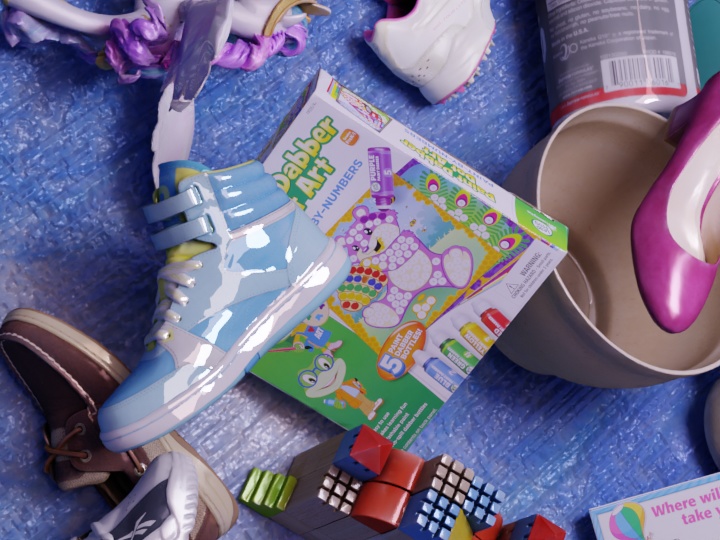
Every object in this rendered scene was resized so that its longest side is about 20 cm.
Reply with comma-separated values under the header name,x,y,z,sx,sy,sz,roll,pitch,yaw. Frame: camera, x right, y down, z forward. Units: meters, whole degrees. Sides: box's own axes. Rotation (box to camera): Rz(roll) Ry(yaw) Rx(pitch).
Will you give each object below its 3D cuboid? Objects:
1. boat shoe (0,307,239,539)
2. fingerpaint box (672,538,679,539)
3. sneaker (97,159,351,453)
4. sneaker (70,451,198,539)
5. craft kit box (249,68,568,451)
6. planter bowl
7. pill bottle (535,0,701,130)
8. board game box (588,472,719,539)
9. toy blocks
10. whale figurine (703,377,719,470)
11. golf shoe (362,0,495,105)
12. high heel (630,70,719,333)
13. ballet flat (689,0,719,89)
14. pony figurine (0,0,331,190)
name,x,y,z,sx,sy,sz,roll,pitch,yaw
boat shoe,-0.166,0.112,1.442,0.200,0.072,0.072,50,57,-13
fingerpaint box,0.188,0.276,1.500,0.167,0.200,0.073,49,58,-5
sneaker,-0.113,0.010,1.404,0.200,0.080,0.131,-43,105,-26
sneaker,-0.190,0.183,1.380,0.129,0.079,0.199,27,93,-13
craft kit box,0.000,0.000,1.491,0.197,0.200,0.049,32,26,-9
planter bowl,0.163,-0.002,1.609,0.200,0.135,0.201,15,62,-31
pill bottle,0.189,-0.195,1.705,0.114,0.114,0.200,3,72,-28
board game box,0.274,0.205,1.592,0.200,0.034,0.135,-17,80,14
toy blocks,0.039,0.165,1.493,0.200,0.137,0.100,33,62,-15
whale figurine,0.335,0.083,1.653,0.159,0.200,0.104,37,35,29
golf shoe,0.067,-0.222,1.674,0.091,0.075,0.200,28,62,-14
high heel,0.242,-0.053,1.539,0.067,0.096,0.200,34,53,-20
ballet flat,0.280,-0.113,1.766,0.070,0.067,0.200,24,62,-47
pony figurine,-0.134,-0.158,1.514,0.200,0.167,0.193,23,56,-3
